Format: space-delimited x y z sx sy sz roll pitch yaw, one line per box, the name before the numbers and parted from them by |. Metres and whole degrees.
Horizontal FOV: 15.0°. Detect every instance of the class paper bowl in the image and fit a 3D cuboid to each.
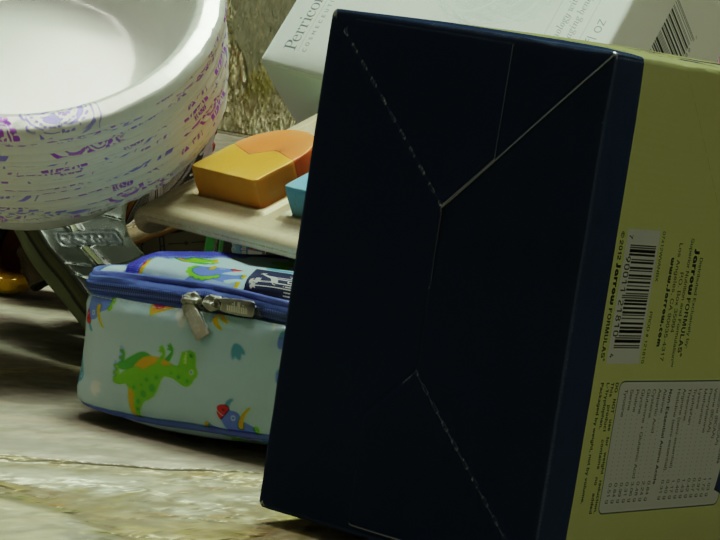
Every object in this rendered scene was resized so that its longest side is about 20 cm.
paper bowl | -0.166 -0.099 1.372 0.200 0.105 0.201 1 44 -1

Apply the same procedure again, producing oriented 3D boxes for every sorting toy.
sorting toy | 0.010 -0.059 1.335 0.185 0.037 0.200 -30 23 -33

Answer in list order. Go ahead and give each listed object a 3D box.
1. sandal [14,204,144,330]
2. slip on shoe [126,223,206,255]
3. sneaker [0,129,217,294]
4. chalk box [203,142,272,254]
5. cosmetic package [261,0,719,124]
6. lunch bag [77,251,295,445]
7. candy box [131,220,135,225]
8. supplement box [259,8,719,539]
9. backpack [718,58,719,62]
sandal | -0.159 -0.005 1.497 0.080 0.057 0.201 3 36 -30
slip on shoe | -0.072 -0.009 1.563 0.199 0.076 0.061 -7 -1 2
sneaker | -0.159 -0.049 1.647 0.078 0.200 0.082 44 33 1
chalk box | 0.000 0.000 1.477 0.199 0.125 0.124 14 8 38
cosmetic package | 0.086 -0.143 1.553 0.199 0.200 0.123 15 -25 31
lunch bag | -0.029 0.037 1.292 0.160 0.083 0.200 8 4 32
candy box | -0.035 0.009 1.662 0.199 0.061 0.136 8 4 5
supplement box | 0.085 0.009 1.094 0.134 0.201 0.199 13 6 37
backpack | 0.145 -0.100 1.682 0.175 0.201 0.153 -9 -35 45
